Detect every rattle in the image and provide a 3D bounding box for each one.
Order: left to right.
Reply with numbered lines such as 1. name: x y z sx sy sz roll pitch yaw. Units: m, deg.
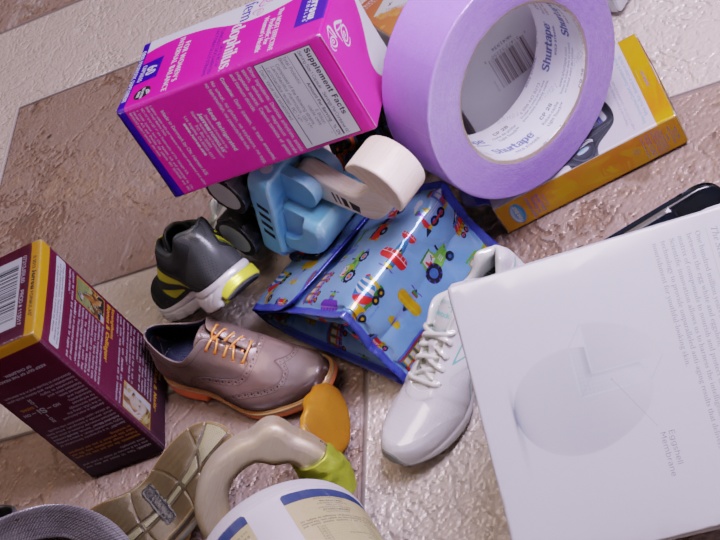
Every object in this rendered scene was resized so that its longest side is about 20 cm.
1. rattle: -0.093 0.194 1.223 0.201 0.130 0.143 -57 28 18

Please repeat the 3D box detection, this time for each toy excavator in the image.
1. toy excavator: -0.030 -0.071 1.281 0.199 0.195 0.100 26 63 21

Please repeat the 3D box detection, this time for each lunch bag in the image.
1. lunch bag: 0.000 0.000 1.322 0.151 0.094 0.199 -53 30 -17

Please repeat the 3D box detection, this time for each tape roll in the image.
1. tape roll: 0.115 -0.163 1.224 0.200 0.200 0.066 -47 44 -9

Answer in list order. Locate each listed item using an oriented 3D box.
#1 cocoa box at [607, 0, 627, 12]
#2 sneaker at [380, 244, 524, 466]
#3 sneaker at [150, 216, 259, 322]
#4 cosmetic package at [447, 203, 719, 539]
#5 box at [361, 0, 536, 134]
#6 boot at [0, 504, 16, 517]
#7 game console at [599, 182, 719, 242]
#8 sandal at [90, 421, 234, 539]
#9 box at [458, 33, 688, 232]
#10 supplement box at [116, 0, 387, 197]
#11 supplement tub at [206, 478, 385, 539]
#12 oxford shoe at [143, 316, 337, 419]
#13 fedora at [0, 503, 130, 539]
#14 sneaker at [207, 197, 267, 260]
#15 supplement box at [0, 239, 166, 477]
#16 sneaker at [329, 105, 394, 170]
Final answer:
1. cocoa box: 0.179 -0.349 1.439 0.199 0.134 0.132 16 64 41
2. sneaker: 0.071 0.064 1.211 0.070 0.080 0.201 21 70 41
3. sneaker: -0.155 -0.009 1.378 0.074 0.085 0.200 -39 11 -24
4. cosmetic package: 0.189 0.083 1.014 0.199 0.123 0.201 -17 79 17
5. box: 0.096 -0.218 1.383 0.124 0.098 0.200 -39 30 -4
6. boot: -0.356 0.274 1.280 0.199 0.131 0.068 -21 18 13
7. game console: 0.223 0.065 1.084 0.199 0.171 0.118 -32 17 7
8. sandal: -0.173 0.210 1.269 0.200 0.054 0.080 -44 62 5
9. box: 0.177 -0.117 1.319 0.199 0.041 0.120 -28 44 15
10. supplement box: -0.086 -0.153 1.236 0.199 0.104 0.102 -16 37 23
11. supplement tub: -0.021 0.261 1.060 0.144 0.145 0.200 -40 43 -1
12. oxford shoe: -0.112 0.082 1.323 0.199 0.073 0.072 1 55 34
13. fedora: -0.258 0.277 1.199 0.176 0.201 0.090 -25 14 -19
14. sneaker: -0.068 -0.092 1.444 0.088 0.074 0.201 25 81 44
15. supplement box: -0.261 0.082 1.331 0.085 0.200 0.111 -22 45 18
16. sneaker: 0.034 -0.125 1.350 0.078 0.076 0.200 -28 8 -18
